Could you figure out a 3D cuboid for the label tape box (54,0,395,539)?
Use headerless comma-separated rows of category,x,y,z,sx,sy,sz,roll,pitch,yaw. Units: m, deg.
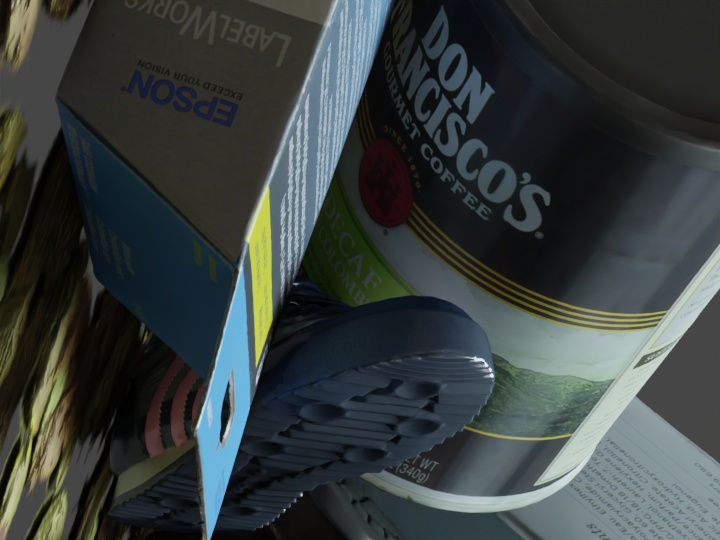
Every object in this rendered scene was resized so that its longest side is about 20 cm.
label tape box,-0.038,-0.041,0.698,0.144,0.063,0.201,96,12,-72

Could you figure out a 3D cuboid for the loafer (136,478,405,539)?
loafer,-0.036,0.105,0.963,0.071,0.073,0.200,-42,-174,-13

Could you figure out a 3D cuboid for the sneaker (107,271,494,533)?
sneaker,-0.026,0.026,0.818,0.200,0.070,0.083,-27,-125,53

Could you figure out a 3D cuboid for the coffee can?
coffee can,0.061,-0.033,0.864,0.200,0.146,0.147,-59,-173,45

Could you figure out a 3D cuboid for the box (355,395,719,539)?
box,0.051,0.149,1.084,0.130,0.200,0.200,-14,134,-46
